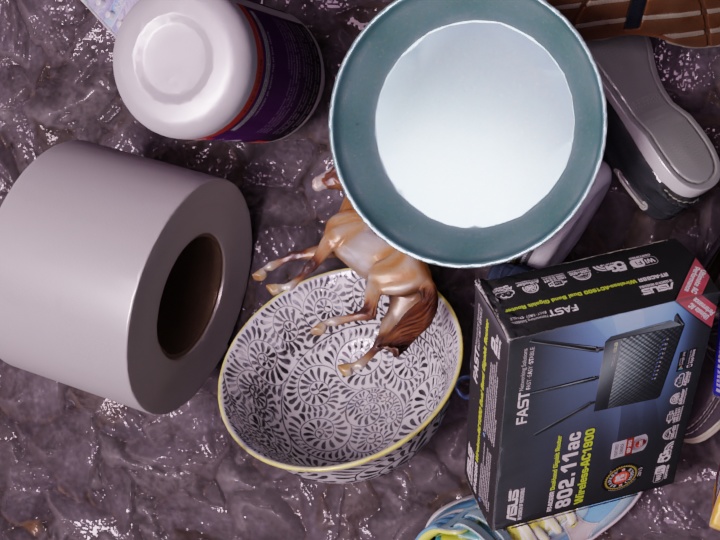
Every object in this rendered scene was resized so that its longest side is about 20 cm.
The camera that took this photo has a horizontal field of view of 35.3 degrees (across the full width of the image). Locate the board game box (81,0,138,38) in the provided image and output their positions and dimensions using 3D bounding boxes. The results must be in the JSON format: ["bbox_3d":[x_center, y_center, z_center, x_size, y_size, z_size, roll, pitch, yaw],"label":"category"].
[{"bbox_3d":[-0.172,-0.293,0.959,0.200,0.026,0.200,46,108,32],"label":"board game box"}]

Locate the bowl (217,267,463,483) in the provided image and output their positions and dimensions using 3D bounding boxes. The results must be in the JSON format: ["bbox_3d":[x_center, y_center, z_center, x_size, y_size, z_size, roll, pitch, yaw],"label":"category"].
[{"bbox_3d":[-0.006,0.102,0.917,0.200,0.201,0.094,-1,138,20],"label":"bowl"}]

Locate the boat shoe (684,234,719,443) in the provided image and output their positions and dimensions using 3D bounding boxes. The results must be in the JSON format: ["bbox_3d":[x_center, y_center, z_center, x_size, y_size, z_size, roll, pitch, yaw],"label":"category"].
[{"bbox_3d":[0.267,0.032,0.836,0.072,0.065,0.200,36,104,44],"label":"boat shoe"}]

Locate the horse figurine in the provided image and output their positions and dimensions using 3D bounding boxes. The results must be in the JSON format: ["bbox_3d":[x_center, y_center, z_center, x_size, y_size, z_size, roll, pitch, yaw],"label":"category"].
[{"bbox_3d":[0.000,0.000,0.905,0.132,0.050,0.200,-38,51,-10],"label":"horse figurine"}]

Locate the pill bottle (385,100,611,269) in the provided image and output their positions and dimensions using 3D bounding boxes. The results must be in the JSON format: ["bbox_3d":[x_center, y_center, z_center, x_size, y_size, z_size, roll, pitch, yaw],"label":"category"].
[{"bbox_3d":[0.084,-0.084,0.877,0.200,0.112,0.112,35,105,14],"label":"pill bottle"}]

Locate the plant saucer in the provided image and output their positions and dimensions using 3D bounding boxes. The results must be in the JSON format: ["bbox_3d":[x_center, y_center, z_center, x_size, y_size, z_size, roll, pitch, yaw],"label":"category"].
[{"bbox_3d":[0.076,-0.103,0.799,0.199,0.036,0.201,2,97,20],"label":"plant saucer"}]

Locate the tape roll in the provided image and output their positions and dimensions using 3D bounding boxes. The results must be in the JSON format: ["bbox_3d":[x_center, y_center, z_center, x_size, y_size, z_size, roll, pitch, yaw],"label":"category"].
[{"bbox_3d":[-0.197,0.004,0.938,0.139,0.203,0.203,16,100,17],"label":"tape roll"}]

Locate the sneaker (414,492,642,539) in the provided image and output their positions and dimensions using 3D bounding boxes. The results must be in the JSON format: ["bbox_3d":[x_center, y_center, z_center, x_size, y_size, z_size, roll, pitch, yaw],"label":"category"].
[{"bbox_3d":[0.127,0.200,0.876,0.200,0.131,0.080,-31,83,18],"label":"sneaker"}]

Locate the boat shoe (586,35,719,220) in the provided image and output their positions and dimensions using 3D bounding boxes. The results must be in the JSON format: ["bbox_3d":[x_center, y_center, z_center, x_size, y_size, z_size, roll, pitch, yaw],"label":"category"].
[{"bbox_3d":[0.195,-0.131,0.857,0.200,0.075,0.060,68,151,19],"label":"boat shoe"}]

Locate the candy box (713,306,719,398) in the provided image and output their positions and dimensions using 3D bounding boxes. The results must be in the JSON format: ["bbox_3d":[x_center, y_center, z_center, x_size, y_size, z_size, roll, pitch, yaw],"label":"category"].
[{"bbox_3d":[0.337,-0.005,0.771,0.169,0.077,0.201,1,98,-17],"label":"candy box"}]

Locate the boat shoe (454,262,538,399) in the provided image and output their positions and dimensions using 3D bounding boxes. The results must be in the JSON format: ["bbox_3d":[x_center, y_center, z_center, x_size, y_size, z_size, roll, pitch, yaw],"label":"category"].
[{"bbox_3d":[0.121,0.069,0.875,0.069,0.084,0.200,34,135,29],"label":"boat shoe"}]

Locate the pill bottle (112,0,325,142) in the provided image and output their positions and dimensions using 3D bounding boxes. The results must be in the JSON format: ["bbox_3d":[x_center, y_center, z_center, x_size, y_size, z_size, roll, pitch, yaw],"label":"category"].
[{"bbox_3d":[-0.099,-0.157,0.889,0.112,0.200,0.113,2,95,20],"label":"pill bottle"}]

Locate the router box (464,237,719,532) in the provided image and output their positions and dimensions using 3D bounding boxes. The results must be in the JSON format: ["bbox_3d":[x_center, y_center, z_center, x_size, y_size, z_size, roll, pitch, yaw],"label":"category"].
[{"bbox_3d":[0.154,0.083,0.790,0.149,0.062,0.200,-12,131,-11],"label":"router box"}]

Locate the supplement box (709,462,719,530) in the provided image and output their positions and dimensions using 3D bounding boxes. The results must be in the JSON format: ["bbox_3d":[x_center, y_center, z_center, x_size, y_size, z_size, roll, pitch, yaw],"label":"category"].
[{"bbox_3d":[0.359,0.165,0.800,0.200,0.110,0.086,18,100,17],"label":"supplement box"}]

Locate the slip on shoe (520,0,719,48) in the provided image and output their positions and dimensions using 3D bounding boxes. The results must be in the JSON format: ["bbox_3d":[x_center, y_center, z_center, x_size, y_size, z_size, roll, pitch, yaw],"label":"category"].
[{"bbox_3d":[0.207,-0.204,0.821,0.199,0.076,0.061,-7,52,-9],"label":"slip on shoe"}]
